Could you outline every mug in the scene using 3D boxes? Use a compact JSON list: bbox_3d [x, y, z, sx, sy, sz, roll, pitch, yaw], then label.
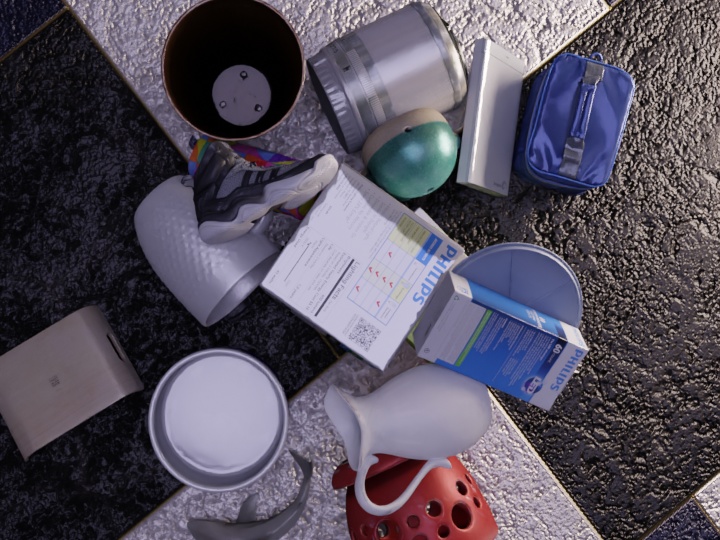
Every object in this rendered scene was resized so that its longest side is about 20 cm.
[{"bbox_3d":[-0.203,-0.055,1.355,0.175,0.148,0.200,46,107,5],"label":"mug"}]

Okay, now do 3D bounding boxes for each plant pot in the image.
[{"bbox_3d":[-0.168,-0.260,1.370,0.184,0.200,0.190,0,90,-3],"label":"plant pot"},{"bbox_3d":[0.070,0.324,1.390,0.198,0.200,0.184,-23,83,-3],"label":"plant pot"}]

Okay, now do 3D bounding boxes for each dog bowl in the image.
[{"bbox_3d":[-0.200,0.210,1.427,0.197,0.079,0.203,0,90,-3],"label":"dog bowl"}]

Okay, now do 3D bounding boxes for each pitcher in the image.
[{"bbox_3d":[0.070,0.211,1.269,0.198,0.121,0.174,-9,75,-21],"label":"pitcher"}]

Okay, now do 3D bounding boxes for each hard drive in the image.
[{"bbox_3d":[0.190,-0.217,1.435,0.026,0.131,0.203,7,89,33],"label":"hard drive"}]

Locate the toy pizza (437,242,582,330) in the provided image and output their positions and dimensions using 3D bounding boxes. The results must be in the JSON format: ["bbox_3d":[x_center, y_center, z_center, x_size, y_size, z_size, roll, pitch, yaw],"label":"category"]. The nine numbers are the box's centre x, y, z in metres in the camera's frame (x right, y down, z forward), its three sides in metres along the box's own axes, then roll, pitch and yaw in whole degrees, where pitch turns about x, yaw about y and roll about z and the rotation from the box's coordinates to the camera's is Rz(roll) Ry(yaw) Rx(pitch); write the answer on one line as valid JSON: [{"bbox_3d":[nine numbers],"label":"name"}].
[{"bbox_3d":[0.192,0.052,1.301,0.197,0.032,0.203,-1,117,-3],"label":"toy pizza"}]

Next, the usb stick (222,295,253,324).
[{"bbox_3d":[-0.228,-0.016,1.450,0.055,0.033,0.201,-34,92,-10],"label":"usb stick"}]

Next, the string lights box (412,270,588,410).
[{"bbox_3d":[0.178,0.092,1.269,0.198,0.059,0.103,24,112,-15],"label":"string lights box"}]

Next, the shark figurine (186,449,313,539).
[{"bbox_3d":[-0.131,0.363,1.428,0.213,0.090,0.129,-34,93,-1],"label":"shark figurine"}]

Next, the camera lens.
[{"bbox_3d":[0.042,-0.272,1.404,0.198,0.160,0.161,-26,91,-3],"label":"camera lens"}]

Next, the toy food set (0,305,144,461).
[{"bbox_3d":[-0.431,0.161,1.430,0.199,0.060,0.144,-31,80,-4],"label":"toy food set"}]

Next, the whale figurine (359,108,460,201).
[{"bbox_3d":[0.075,-0.138,1.384,0.158,0.200,0.105,-25,70,-6],"label":"whale figurine"}]

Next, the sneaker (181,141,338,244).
[{"bbox_3d":[-0.134,-0.124,1.266,0.198,0.075,0.115,-28,78,2],"label":"sneaker"}]

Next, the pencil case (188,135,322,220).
[{"bbox_3d":[-0.150,-0.137,1.399,0.198,0.088,0.089,21,88,20],"label":"pencil case"}]

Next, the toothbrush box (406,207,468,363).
[{"bbox_3d":[0.100,0.032,1.444,0.146,0.086,0.200,-44,91,-3],"label":"toothbrush box"}]

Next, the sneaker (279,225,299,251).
[{"bbox_3d":[-0.048,-0.035,1.452,0.093,0.070,0.200,42,85,-20],"label":"sneaker"}]

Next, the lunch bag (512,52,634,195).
[{"bbox_3d":[0.311,-0.216,1.434,0.134,0.132,0.203,14,89,-3],"label":"lunch bag"}]

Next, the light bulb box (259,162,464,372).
[{"bbox_3d":[0.000,0.000,1.334,0.199,0.125,0.199,35,85,0],"label":"light bulb box"}]

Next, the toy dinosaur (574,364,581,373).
[{"bbox_3d":[0.213,0.081,1.398,0.197,0.105,0.183,14,118,-1],"label":"toy dinosaur"}]
